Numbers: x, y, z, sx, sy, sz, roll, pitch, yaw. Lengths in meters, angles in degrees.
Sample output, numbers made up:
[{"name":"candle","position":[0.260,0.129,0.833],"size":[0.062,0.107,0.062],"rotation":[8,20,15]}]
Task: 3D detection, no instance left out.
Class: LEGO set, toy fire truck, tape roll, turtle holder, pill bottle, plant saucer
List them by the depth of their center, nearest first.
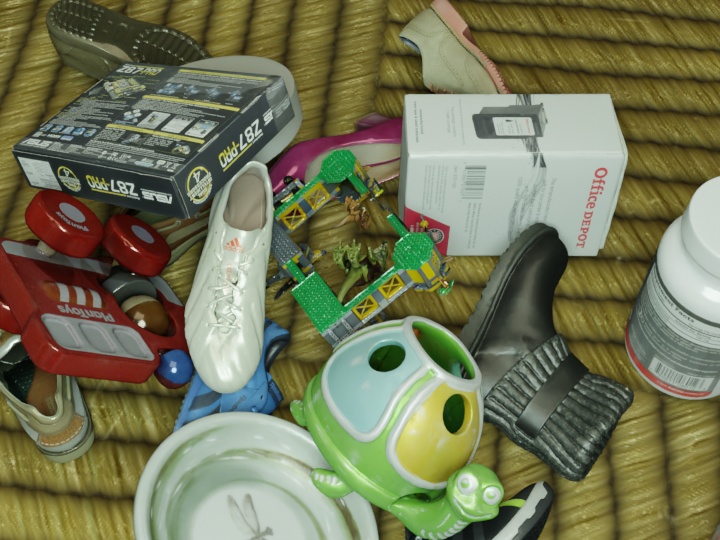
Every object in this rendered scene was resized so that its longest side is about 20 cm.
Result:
[{"name":"plant saucer","position":[-0.084,0.208,0.867],"size":[0.198,0.050,0.201],"rotation":[16,45,-17]},{"name":"turtle holder","position":[0.032,0.121,0.882],"size":[0.140,0.132,0.186],"rotation":[30,23,-17]},{"name":"toy fire truck","position":[-0.219,0.035,0.938],"size":[0.112,0.199,0.168],"rotation":[-50,56,16]},{"name":"pill bottle","position":[0.305,0.017,0.959],"size":[0.115,0.201,0.117],"rotation":[1,55,-1]},{"name":"LEGO set","position":[0.000,0.000,1.010],"size":[0.154,0.116,0.200],"rotation":[-45,52,-5]},{"name":"tape roll","position":[-0.155,-0.143,1.070],"size":[0.201,0.037,0.204],"rotation":[-11,37,8]}]

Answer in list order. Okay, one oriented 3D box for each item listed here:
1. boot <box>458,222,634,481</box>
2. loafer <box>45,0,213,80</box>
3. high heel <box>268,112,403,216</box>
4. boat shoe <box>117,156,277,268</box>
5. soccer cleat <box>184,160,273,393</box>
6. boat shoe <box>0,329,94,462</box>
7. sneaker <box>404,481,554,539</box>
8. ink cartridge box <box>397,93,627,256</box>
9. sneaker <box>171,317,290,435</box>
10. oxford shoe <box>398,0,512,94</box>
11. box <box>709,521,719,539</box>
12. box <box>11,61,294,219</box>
[{"name":"boot","position":[0.177,0.070,0.991],"size":[0.157,0.080,0.212],"rotation":[24,69,22]},{"name":"loafer","position":[-0.241,-0.227,1.195],"size":[0.199,0.068,0.076],"rotation":[27,61,-3]},{"name":"high heel","position":[-0.011,-0.095,1.101],"size":[0.096,0.068,0.199],"rotation":[25,44,39]},{"name":"boat shoe","position":[-0.159,-0.076,1.087],"size":[0.075,0.074,0.200],"rotation":[35,62,20]},{"name":"soccer cleat","position":[-0.108,0.002,0.944],"size":[0.069,0.078,0.202],"rotation":[9,67,-14]},{"name":"boat shoe","position":[-0.296,0.073,0.985],"size":[0.074,0.069,0.200],"rotation":[-31,61,-18]},{"name":"sneaker","position":[0.073,0.224,0.892],"size":[0.200,0.072,0.083],"rotation":[-38,62,-24]},{"name":"ink cartridge box","position":[0.138,-0.089,1.059],"size":[0.198,0.146,0.084],"rotation":[0,51,-2]},{"name":"sneaker","position":[-0.112,0.124,0.958],"size":[0.078,0.066,0.201],"rotation":[13,56,4]},{"name":"oxford shoe","position":[0.111,-0.203,1.197],"size":[0.074,0.071,0.201],"rotation":[-33,60,7]},{"name":"box","position":[0.340,0.216,0.889],"size":[0.102,0.095,0.200],"rotation":[31,60,19]},{"name":"box","position":[-0.183,-0.122,0.981],"size":[0.199,0.049,0.161],"rotation":[11,46,32]}]
